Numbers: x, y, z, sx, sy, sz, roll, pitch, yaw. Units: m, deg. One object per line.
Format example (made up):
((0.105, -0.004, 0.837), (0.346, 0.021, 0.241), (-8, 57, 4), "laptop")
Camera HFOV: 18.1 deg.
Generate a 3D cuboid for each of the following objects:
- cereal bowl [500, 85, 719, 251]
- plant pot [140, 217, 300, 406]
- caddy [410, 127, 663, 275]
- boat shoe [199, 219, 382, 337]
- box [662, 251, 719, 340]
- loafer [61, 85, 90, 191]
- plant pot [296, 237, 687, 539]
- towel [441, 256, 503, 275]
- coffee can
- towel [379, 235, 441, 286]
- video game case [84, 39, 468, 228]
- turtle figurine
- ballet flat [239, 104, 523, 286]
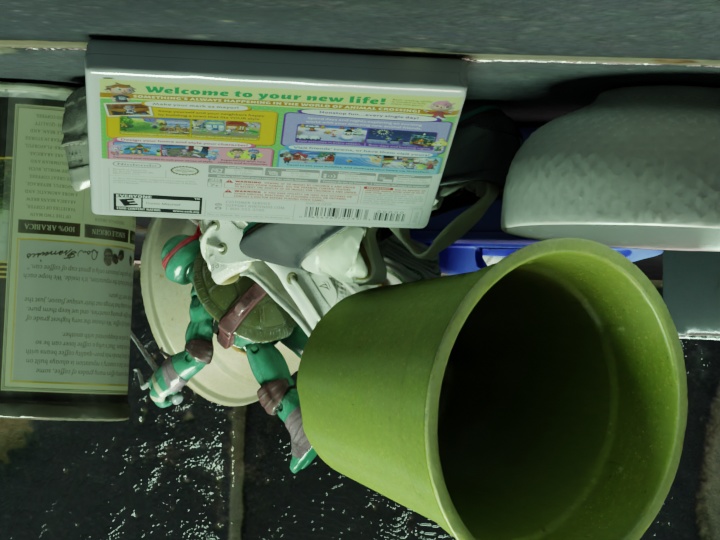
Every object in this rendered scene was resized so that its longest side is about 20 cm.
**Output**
((0.180, -0.058, 1.279), (0.199, 0.084, 0.200), (2, 178, 0), "cereal bowl")
((-0.054, 0.002, 1.927), (0.183, 0.202, 0.200), (-14, 167, 38), "plant pot")
((0.107, -0.037, 1.522), (0.199, 0.106, 0.141), (1, 176, 24), "caddy")
((-0.074, -0.021, 1.476), (0.200, 0.069, 0.071), (41, 167, 2), "boat shoe")
((0.315, -0.011, 1.629), (0.147, 0.105, 0.200), (2, -174, 24), "box")
((-0.085, -0.071, 1.368), (0.199, 0.070, 0.070), (3, 175, -22), "loafer")
((0.062, 0.078, 1.366), (0.199, 0.202, 0.190), (4, 180, -36), "plant pot")
((0.095, -0.040, 1.782), (0.165, 0.086, 0.200), (7, 177, -33), "towel")
((-0.212, -0.009, 1.412), (0.145, 0.201, 0.146), (3, 177, 0), "coffee can")
((0.000, 0.000, 1.549), (0.149, 0.031, 0.200), (37, 165, 18), "towel")
((-0.050, -0.072, 1.242), (0.199, 0.022, 0.182), (3, 157, -5), "video game case")
((-0.083, 0.038, 1.542), (0.150, 0.200, 0.101), (-42, 168, -27), "turtle figurine")
((0.015, -0.032, 1.387), (0.199, 0.073, 0.073), (-26, 167, 21), "ballet flat")
